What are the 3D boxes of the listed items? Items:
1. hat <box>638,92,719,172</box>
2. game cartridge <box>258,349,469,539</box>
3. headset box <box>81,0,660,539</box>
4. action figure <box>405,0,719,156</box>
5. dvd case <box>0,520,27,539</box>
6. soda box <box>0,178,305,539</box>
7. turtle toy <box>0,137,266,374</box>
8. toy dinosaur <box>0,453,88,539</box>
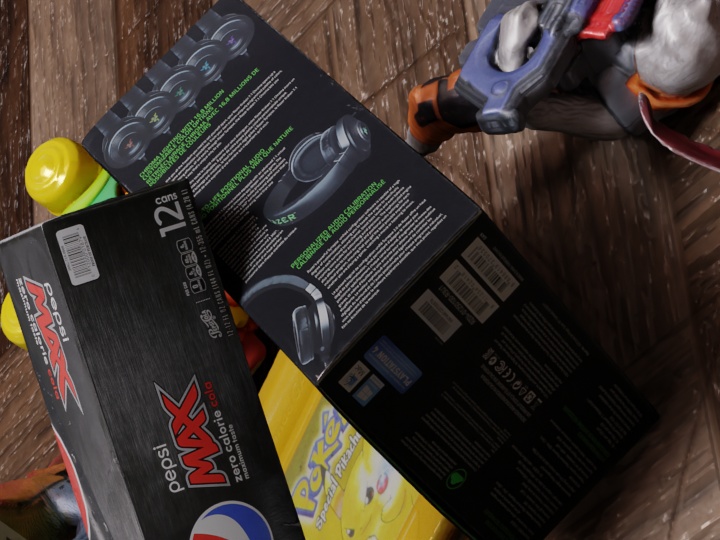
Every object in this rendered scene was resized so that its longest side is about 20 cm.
[{"bbox_3d":[0.210,0.014,0.769,0.200,0.176,0.166,-28,52,51],"label":"hat"},{"bbox_3d":[0.002,0.086,1.226,0.177,0.032,0.200,-64,32,15],"label":"game cartridge"},{"bbox_3d":[0.000,0.000,1.074,0.093,0.174,0.200,-45,48,-1],"label":"headset box"},{"bbox_3d":[0.099,-0.115,1.141,0.193,0.105,0.200,7,57,53],"label":"action figure"},{"bbox_3d":[-0.124,0.219,1.216,0.025,0.200,0.151,-20,53,19],"label":"dvd case"},{"bbox_3d":[-0.072,0.072,0.995,0.071,0.063,0.201,-16,91,66],"label":"soda box"},{"bbox_3d":[-0.101,0.025,1.341,0.101,0.146,0.201,-7,66,34],"label":"turtle toy"},{"bbox_3d":[-0.147,0.113,1.350,0.105,0.200,0.182,-35,31,8],"label":"toy dinosaur"}]
